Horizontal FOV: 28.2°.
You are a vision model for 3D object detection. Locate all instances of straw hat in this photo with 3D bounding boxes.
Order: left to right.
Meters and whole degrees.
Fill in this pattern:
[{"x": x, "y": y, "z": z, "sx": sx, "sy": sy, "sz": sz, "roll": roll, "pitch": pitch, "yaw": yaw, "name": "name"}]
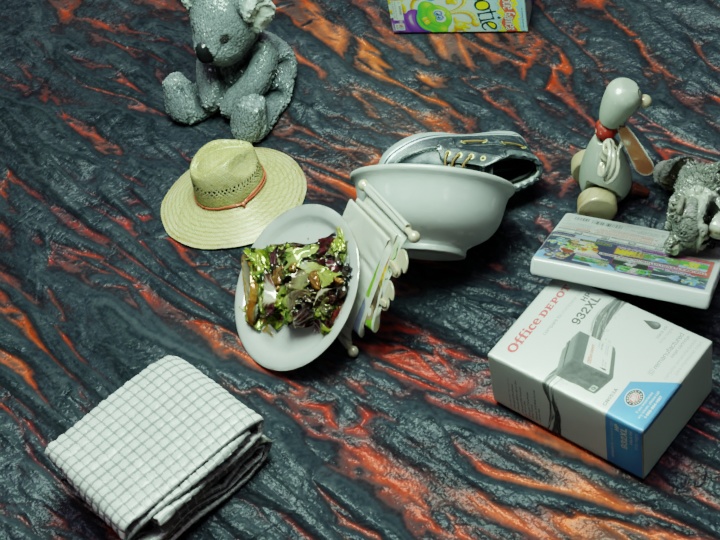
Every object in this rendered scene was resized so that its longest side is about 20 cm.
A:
[{"x": -0.174, "y": -0.123, "z": 1.867, "sx": 0.198, "sy": 0.086, "sz": 0.203, "roll": -7, "pitch": 46, "yaw": 7, "name": "straw hat"}]

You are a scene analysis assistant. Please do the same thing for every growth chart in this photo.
[{"x": 0.000, "y": 0.000, "z": 1.658, "sx": 0.018, "sy": 0.201, "sz": 0.145, "roll": -1, "pitch": 41, "yaw": -36, "name": "growth chart"}]

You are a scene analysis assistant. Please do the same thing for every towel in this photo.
[{"x": -0.219, "y": 0.205, "z": 1.575, "sx": 0.165, "sy": 0.086, "sz": 0.200, "roll": 32, "pitch": 60, "yaw": 33, "name": "towel"}]

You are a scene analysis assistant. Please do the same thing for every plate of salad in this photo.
[{"x": -0.083, "y": 0.016, "z": 1.681, "sx": 0.198, "sy": 0.048, "sz": 0.203, "roll": -17, "pitch": 63, "yaw": 37, "name": "plate of salad"}]

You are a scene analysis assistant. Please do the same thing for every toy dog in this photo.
[{"x": 0.316, "y": -0.138, "z": 1.715, "sx": 0.095, "sy": 0.200, "sz": 0.134, "roll": 4, "pitch": 71, "yaw": -5, "name": "toy dog"}]

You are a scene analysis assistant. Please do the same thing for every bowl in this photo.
[{"x": 0.082, "y": -0.063, "z": 1.709, "sx": 0.198, "sy": 0.201, "sz": 0.092, "roll": 3, "pitch": 82, "yaw": 16, "name": "bowl"}]

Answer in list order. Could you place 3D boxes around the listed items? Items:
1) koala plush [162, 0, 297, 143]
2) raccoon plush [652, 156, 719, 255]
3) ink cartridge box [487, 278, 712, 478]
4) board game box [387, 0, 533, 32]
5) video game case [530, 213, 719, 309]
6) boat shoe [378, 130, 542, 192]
[{"x": -0.179, "y": -0.315, "z": 1.968, "sx": 0.176, "sy": 0.201, "sz": 0.184, "roll": 18, "pitch": 53, "yaw": 28, "name": "koala plush"}, {"x": 0.370, "y": -0.071, "z": 1.673, "sx": 0.132, "sy": 0.098, "sz": 0.199, "roll": -16, "pitch": 11, "yaw": -24, "name": "raccoon plush"}, {"x": 0.258, "y": 0.108, "z": 1.548, "sx": 0.199, "sy": 0.084, "sz": 0.145, "roll": 26, "pitch": 58, "yaw": 33, "name": "ink cartridge box"}, {"x": 0.143, "y": -0.411, "z": 2.048, "sx": 0.197, "sy": 0.104, "sz": 0.106, "roll": 2, "pitch": 47, "yaw": 16, "name": "board game box"}, {"x": 0.308, "y": -0.013, "z": 1.629, "sx": 0.197, "sy": 0.023, "sz": 0.182, "roll": 12, "pitch": 22, "yaw": 17, "name": "video game case"}, {"x": 0.125, "y": -0.131, "z": 1.783, "sx": 0.197, "sy": 0.072, "sz": 0.091, "roll": -10, "pitch": 24, "yaw": -10, "name": "boat shoe"}]
